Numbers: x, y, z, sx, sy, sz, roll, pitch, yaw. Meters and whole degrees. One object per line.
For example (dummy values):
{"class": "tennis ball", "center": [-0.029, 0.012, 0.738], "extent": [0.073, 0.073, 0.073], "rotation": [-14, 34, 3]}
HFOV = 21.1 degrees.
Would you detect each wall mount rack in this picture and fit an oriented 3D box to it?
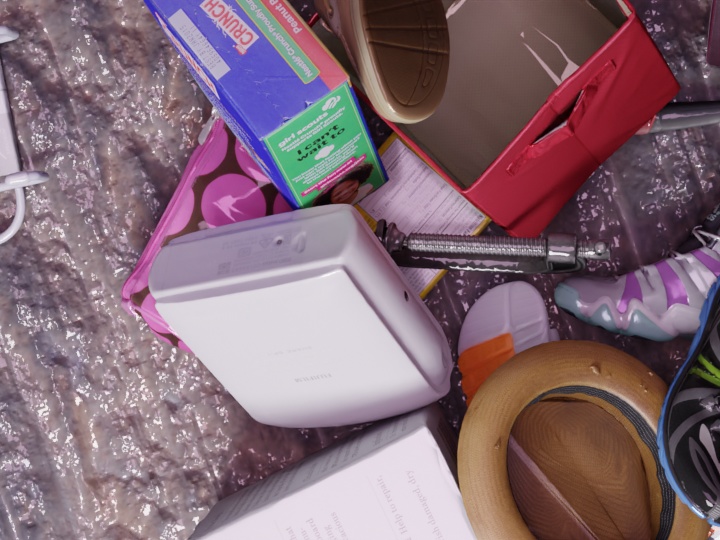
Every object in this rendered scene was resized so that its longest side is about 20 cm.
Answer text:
{"class": "wall mount rack", "center": [-0.336, -0.111, 1.486], "extent": [0.173, 0.075, 0.201], "rotation": [-12, 91, 6]}

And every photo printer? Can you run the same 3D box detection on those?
{"class": "photo printer", "center": [-0.035, 0.043, 1.390], "extent": [0.165, 0.200, 0.070], "rotation": [-10, 51, 24]}

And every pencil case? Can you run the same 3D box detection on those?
{"class": "pencil case", "center": [-0.109, -0.038, 1.466], "extent": [0.093, 0.091, 0.201], "rotation": [25, 94, -32]}

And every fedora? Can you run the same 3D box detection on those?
{"class": "fedora", "center": [0.152, 0.152, 1.378], "extent": [0.199, 0.082, 0.202], "rotation": [3, 77, -13]}

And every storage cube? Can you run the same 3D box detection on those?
{"class": "storage cube", "center": [0.097, -0.151, 1.373], "extent": [0.171, 0.180, 0.200], "rotation": [-46, 68, 5]}

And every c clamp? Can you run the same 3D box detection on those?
{"class": "c clamp", "center": [0.085, -0.017, 1.383], "extent": [0.199, 0.171, 0.027], "rotation": [2, 84, 13]}

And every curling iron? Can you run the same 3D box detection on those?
{"class": "curling iron", "center": [0.213, -0.124, 1.462], "extent": [0.198, 0.026, 0.050], "rotation": [2, 94, 5]}

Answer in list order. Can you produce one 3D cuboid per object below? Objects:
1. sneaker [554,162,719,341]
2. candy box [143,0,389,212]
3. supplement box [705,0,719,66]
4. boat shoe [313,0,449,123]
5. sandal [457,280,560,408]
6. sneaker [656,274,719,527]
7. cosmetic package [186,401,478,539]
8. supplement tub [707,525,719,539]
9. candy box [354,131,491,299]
{"class": "sneaker", "center": [0.250, -0.015, 1.446], "extent": [0.199, 0.078, 0.141], "rotation": [9, 92, -5]}
{"class": "candy box", "center": [-0.068, -0.135, 1.318], "extent": [0.077, 0.200, 0.169], "rotation": [-37, 72, -2]}
{"class": "supplement box", "center": [0.355, -0.198, 1.382], "extent": [0.199, 0.086, 0.111], "rotation": [10, 51, 11]}
{"class": "boat shoe", "center": [0.006, -0.183, 1.288], "extent": [0.071, 0.064, 0.201], "rotation": [1, 68, -34]}
{"class": "sandal", "center": [0.126, 0.113, 1.466], "extent": [0.079, 0.059, 0.208], "rotation": [-10, 83, 33]}
{"class": "sneaker", "center": [0.264, 0.079, 1.343], "extent": [0.071, 0.083, 0.201], "rotation": [29, 69, -22]}
{"class": "cosmetic package", "center": [0.001, 0.216, 1.428], "extent": [0.199, 0.167, 0.167], "rotation": [-27, 92, 6]}
{"class": "supplement tub", "center": [0.283, 0.190, 1.433], "extent": [0.107, 0.107, 0.200], "rotation": [-37, 90, 6]}
{"class": "candy box", "center": [0.000, 0.000, 1.487], "extent": [0.102, 0.026, 0.200], "rotation": [41, 96, -2]}
